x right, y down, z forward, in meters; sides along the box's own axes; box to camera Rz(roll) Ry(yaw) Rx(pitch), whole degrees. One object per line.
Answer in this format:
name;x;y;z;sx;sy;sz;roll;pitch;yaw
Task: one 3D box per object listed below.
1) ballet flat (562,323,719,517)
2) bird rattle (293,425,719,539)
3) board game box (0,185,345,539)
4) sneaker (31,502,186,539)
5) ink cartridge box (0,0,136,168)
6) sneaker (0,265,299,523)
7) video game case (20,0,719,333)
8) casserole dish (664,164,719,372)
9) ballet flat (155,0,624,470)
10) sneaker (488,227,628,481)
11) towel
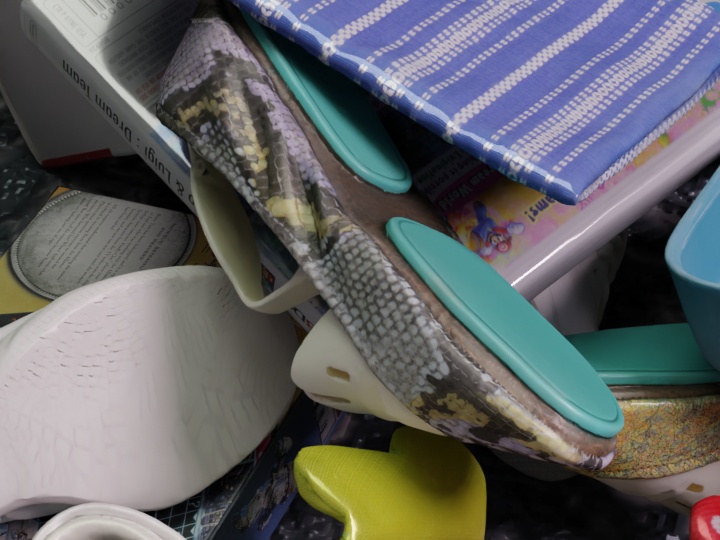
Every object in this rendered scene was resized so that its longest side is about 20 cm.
ballet flat;0.123;0.043;0.778;0.200;0.071;0.071;-12;39;-23
bird rattle;0.064;0.130;0.707;0.200;0.113;0.163;13;55;4
board game box;-0.088;0.056;0.833;0.135;0.035;0.200;12;44;22
sneaker;-0.034;0.152;0.604;0.074;0.116;0.200;-26;73;-12
ink cartridge box;-0.044;-0.148;0.942;0.200;0.145;0.145;-30;11;-25
sneaker;-0.117;0.047;0.777;0.200;0.075;0.088;-23;17;-26
video game case;0.022;-0.075;0.825;0.200;0.024;0.182;-36;69;-23
casserole dish;0.161;-0.005;0.750;0.121;0.039;0.200;3;20;19
ballet flat;0.000;0.000;0.727;0.072;0.072;0.200;-25;56;-19
sneaker;0.063;-0.013;0.865;0.080;0.070;0.200;4;44;-19
towel;0.012;-0.100;0.776;0.200;0.024;0.145;33;35;13
